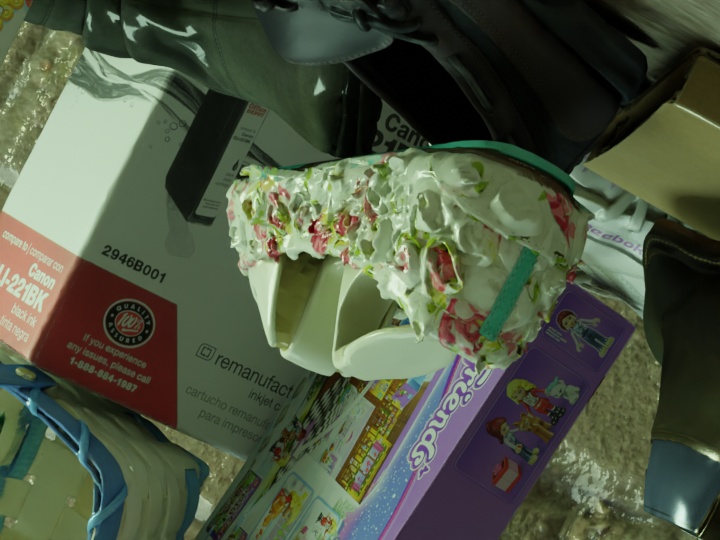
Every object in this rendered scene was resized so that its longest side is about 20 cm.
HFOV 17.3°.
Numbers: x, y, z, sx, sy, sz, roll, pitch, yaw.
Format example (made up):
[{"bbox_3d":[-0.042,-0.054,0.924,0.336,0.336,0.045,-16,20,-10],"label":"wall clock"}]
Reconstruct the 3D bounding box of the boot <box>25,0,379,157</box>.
[{"bbox_3d":[-0.060,-0.084,0.790,0.130,0.068,0.200,9,-173,-10],"label":"boot"}]

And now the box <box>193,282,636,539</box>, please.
[{"bbox_3d":[0.007,0.078,0.890,0.039,0.201,0.137,33,-179,-25],"label":"box"}]

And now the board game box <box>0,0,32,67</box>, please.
[{"bbox_3d":[-0.158,-0.122,0.709,0.104,0.104,0.200,28,172,-23],"label":"board game box"}]

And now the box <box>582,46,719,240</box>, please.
[{"bbox_3d":[0.168,0.001,0.707,0.199,0.021,0.163,28,174,-1],"label":"box"}]

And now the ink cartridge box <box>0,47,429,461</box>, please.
[{"bbox_3d":[-0.051,-0.037,0.968,0.144,0.201,0.084,27,178,-34],"label":"ink cartridge box"}]

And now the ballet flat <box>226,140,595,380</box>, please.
[{"bbox_3d":[0.000,0.000,0.702,0.075,0.064,0.200,22,171,-18],"label":"ballet flat"}]

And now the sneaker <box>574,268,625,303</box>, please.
[{"bbox_3d":[0.079,-0.056,1.091,0.199,0.071,0.076,32,-159,7],"label":"sneaker"}]

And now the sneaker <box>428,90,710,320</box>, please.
[{"bbox_3d":[0.100,-0.019,0.824,0.199,0.075,0.100,27,177,17],"label":"sneaker"}]

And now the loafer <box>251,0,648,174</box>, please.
[{"bbox_3d":[0.007,-0.071,0.643,0.200,0.063,0.072,27,-178,-45],"label":"loafer"}]

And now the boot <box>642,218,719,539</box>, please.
[{"bbox_3d":[0.105,0.040,0.716,0.074,0.097,0.200,28,171,0],"label":"boot"}]

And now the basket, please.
[{"bbox_3d":[-0.164,0.115,0.911,0.139,0.177,0.200,30,-169,24],"label":"basket"}]
